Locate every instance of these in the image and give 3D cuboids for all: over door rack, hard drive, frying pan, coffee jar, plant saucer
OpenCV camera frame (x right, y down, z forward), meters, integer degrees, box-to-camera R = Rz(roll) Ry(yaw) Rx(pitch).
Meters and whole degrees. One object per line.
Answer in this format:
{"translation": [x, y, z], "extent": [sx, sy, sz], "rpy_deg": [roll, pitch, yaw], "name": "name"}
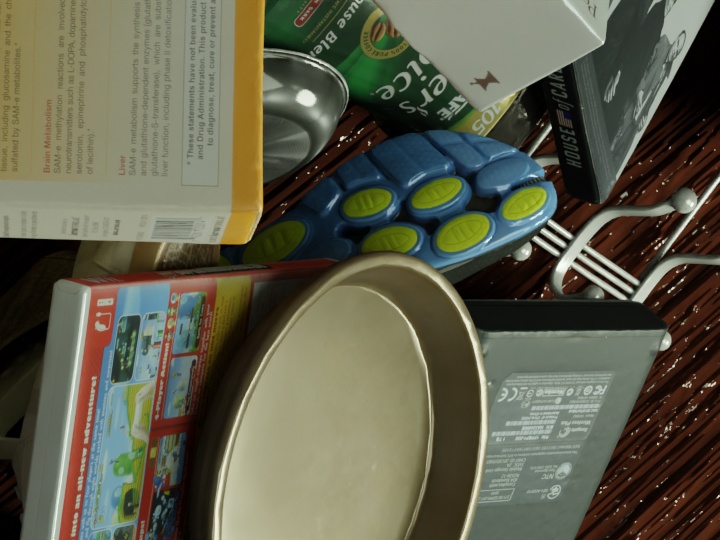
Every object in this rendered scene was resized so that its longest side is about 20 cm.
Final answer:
{"translation": [0.160, -0.068, 1.485], "extent": [0.148, 0.067, 0.200], "rpy_deg": [32, 85, -46], "name": "over door rack"}
{"translation": [0.065, 0.108, 1.469], "extent": [0.139, 0.033, 0.200], "rpy_deg": [0, 120, -42], "name": "hard drive"}
{"translation": [-0.041, -0.079, 1.239], "extent": [0.115, 0.190, 0.031], "rpy_deg": [5, 63, -33], "name": "frying pan"}
{"translation": [0.011, -0.119, 1.311], "extent": [0.200, 0.085, 0.104], "rpy_deg": [26, 102, -45], "name": "coffee jar"}
{"translation": [-0.011, 0.089, 1.258], "extent": [0.200, 0.029, 0.200], "rpy_deg": [-19, 115, -50], "name": "plant saucer"}

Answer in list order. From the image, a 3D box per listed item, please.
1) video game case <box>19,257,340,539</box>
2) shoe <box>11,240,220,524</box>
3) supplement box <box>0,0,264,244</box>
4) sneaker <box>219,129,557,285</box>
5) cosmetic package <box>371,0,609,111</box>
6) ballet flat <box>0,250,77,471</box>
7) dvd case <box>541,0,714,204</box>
{"translation": [-0.071, 0.069, 1.209], "extent": [0.200, 0.017, 0.143], "rpy_deg": [-5, 106, -59], "name": "video game case"}
{"translation": [-0.109, 0.064, 1.218], "extent": [0.070, 0.053, 0.200], "rpy_deg": [15, 90, -65], "name": "shoe"}
{"translation": [-0.137, -0.078, 1.088], "extent": [0.200, 0.074, 0.126], "rpy_deg": [2, 81, -6], "name": "supplement box"}
{"translation": [0.000, 0.000, 1.333], "extent": [0.199, 0.071, 0.083], "rpy_deg": [-30, 151, 14], "name": "sneaker"}
{"translation": [0.057, -0.177, 1.250], "extent": [0.101, 0.071, 0.200], "rpy_deg": [44, 36, -29], "name": "cosmetic package"}
{"translation": [-0.167, 0.072, 1.246], "extent": [0.200, 0.072, 0.068], "rpy_deg": [-43, 129, -20], "name": "ballet flat"}
{"translation": [0.138, -0.151, 1.354], "extent": [0.200, 0.025, 0.150], "rpy_deg": [-61, 156, -24], "name": "dvd case"}
